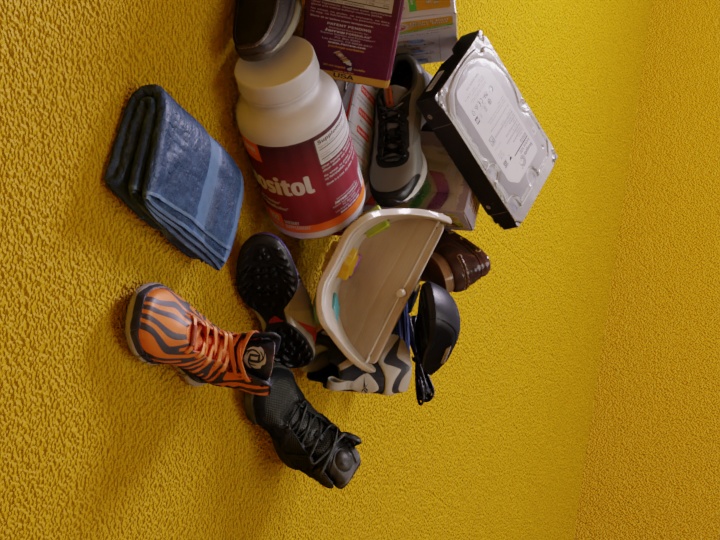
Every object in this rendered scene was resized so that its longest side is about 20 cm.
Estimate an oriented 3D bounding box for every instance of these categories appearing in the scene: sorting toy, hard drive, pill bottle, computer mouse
[{"bbox_3d":[0.000,0.000,1.432,0.202,0.106,0.180,-63,166,2],"label":"sorting toy"},{"bbox_3d":[0.157,-0.168,1.559,0.201,0.038,0.140,55,49,-25],"label":"hard drive"},{"bbox_3d":[-0.067,-0.140,1.365,0.201,0.112,0.114,73,31,-44],"label":"pill bottle"},{"bbox_3d":[0.088,0.057,1.555,0.201,0.045,0.142,94,-10,-54],"label":"computer mouse"}]

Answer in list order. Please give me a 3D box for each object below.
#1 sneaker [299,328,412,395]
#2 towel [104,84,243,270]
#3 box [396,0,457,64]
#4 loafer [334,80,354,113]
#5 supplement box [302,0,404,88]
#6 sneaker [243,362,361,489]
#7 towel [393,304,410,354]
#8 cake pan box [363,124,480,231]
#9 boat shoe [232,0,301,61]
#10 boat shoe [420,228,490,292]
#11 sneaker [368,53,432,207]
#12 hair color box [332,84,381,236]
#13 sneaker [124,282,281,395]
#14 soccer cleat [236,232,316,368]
[{"bbox_3d":[-0.026,0.076,1.584,0.080,0.128,0.200,104,-26,-46],"label":"sneaker"},{"bbox_3d":[-0.164,-0.085,1.218,0.200,0.048,0.113,46,52,-63],"label":"towel"},{"bbox_3d":[0.062,-0.327,1.560,0.200,0.100,0.114,49,35,-83],"label":"box"},{"bbox_3d":[-0.039,-0.234,1.462,0.071,0.072,0.203,30,67,-66],"label":"loafer"},{"bbox_3d":[-0.001,-0.303,1.343,0.201,0.102,0.132,101,-1,-62],"label":"supplement box"},{"bbox_3d":[-0.059,0.178,1.464,0.076,0.113,0.200,-53,145,-24],"label":"sneaker"},{"bbox_3d":[0.034,0.033,1.673,0.200,0.024,0.147,-116,-158,-69],"label":"towel"},{"bbox_3d":[0.075,-0.148,1.627,0.052,0.182,0.202,61,41,-55],"label":"cake pan box"},{"bbox_3d":[-0.101,-0.303,1.307,0.073,0.074,0.202,47,43,-50],"label":"boat shoe"},{"bbox_3d":[0.096,-0.022,1.617,0.070,0.200,0.071,-23,117,-14],"label":"boat shoe"},{"bbox_3d":[0.041,-0.167,1.541,0.079,0.073,0.202,50,43,-53],"label":"sneaker"},{"bbox_3d":[-0.026,-0.151,1.534,0.101,0.061,0.202,35,64,-67],"label":"hair color box"},{"bbox_3d":[-0.139,0.066,1.236,0.200,0.111,0.079,41,58,-65],"label":"sneaker"},{"bbox_3d":[-0.090,0.021,1.429,0.201,0.067,0.074,74,14,-45],"label":"soccer cleat"}]
